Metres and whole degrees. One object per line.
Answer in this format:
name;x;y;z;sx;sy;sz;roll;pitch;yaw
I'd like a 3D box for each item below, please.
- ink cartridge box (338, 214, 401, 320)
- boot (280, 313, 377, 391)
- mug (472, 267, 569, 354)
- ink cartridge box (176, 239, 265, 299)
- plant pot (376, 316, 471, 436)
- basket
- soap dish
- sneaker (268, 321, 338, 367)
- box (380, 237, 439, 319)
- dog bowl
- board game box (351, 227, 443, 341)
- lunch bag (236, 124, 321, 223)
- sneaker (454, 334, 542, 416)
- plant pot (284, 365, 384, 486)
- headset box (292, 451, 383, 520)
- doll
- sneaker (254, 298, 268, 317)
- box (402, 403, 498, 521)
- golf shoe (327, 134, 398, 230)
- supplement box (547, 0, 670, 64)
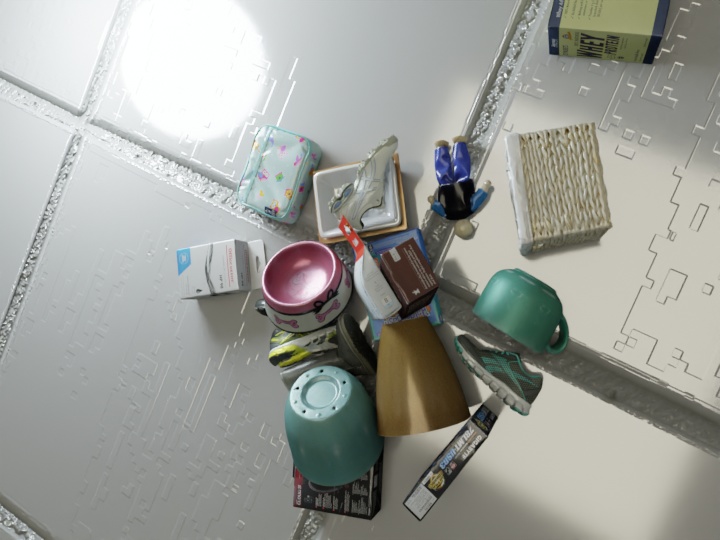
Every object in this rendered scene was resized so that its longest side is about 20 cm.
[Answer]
ink cartridge box;0.000;0.000;1.207;0.047;0.160;0.202;-32;89;-7
boot;-0.079;0.186;1.305;0.196;0.073;0.184;-15;123;19
mug;0.310;0.072;1.182;0.151;0.184;0.116;33;95;42
ink cartridge box;-0.318;-0.004;1.431;0.196;0.067;0.119;-9;83;18
plant pot;0.104;0.197;1.208;0.182;0.186;0.205;-12;85;17
basket;0.354;-0.146;1.145;0.157;0.198;0.205;-10;83;13
soap dish;0.001;-0.147;1.323;0.196;0.081;0.161;-9;84;18
sneaker;-0.112;0.136;1.349;0.196;0.075;0.086;-19;53;3
box;0.088;0.020;1.171;0.074;0.200;0.101;-29;79;-3
dog bowl;-0.118;0.025;1.295;0.195;0.074;0.203;-8;51;10
board game box;0.077;0.031;1.305;0.149;0.045;0.205;-15;82;17
lunch bag;-0.187;-0.213;1.392;0.158;0.077;0.204;23;94;18
sneaker;0.272;0.187;1.227;0.200;0.078;0.091;43;84;12
plant pot;-0.061;0.288;1.225;0.196;0.163;0.203;-8;42;7
headset box;-0.055;0.423;1.312;0.195;0.075;0.152;1;87;19
doll;0.201;-0.168;1.273;0.133;0.048;0.205;-8;84;19
sneaker;-0.139;0.061;1.375;0.195;0.076;0.081;-6;67;15
box;0.174;0.352;1.173;0.050;0.200;0.200;41;99;14
golf shoe;0.026;-0.173;1.247;0.097;0.078;0.201;39;105;-1
supplement box;0.466;-0.513;1.156;0.196;0.134;0.205;13;91;19
